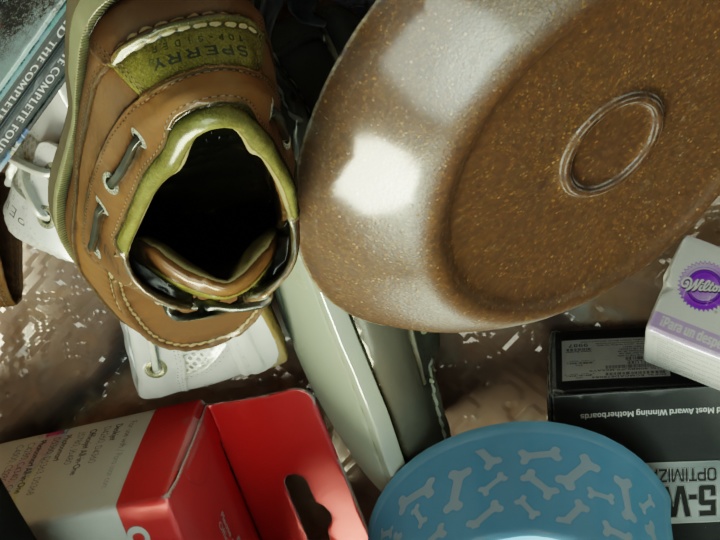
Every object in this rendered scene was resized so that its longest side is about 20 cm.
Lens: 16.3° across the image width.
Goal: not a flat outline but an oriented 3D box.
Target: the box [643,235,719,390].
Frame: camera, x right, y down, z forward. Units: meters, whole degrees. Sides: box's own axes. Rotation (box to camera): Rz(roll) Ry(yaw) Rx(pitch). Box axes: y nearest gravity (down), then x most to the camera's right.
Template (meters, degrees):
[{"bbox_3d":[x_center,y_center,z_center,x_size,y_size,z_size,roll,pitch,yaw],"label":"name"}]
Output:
[{"bbox_3d":[0.194,0.045,0.847,0.199,0.041,0.039,22,74,13],"label":"box"}]

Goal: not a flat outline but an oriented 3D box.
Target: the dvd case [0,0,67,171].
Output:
[{"bbox_3d":[-0.134,-0.085,0.780,0.200,0.146,0.022,-52,135,5],"label":"dvd case"}]

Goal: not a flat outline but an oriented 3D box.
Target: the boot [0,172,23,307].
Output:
[{"bbox_3d":[-0.195,0.004,0.897,0.155,0.077,0.201,3,106,4],"label":"boot"}]

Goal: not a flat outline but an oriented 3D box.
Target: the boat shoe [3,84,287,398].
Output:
[{"bbox_3d":[-0.089,-0.030,0.850,0.069,0.071,0.200,-25,125,-1],"label":"boat shoe"}]

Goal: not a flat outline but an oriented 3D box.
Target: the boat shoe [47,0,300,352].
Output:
[{"bbox_3d":[-0.054,-0.016,0.750,0.072,0.068,0.200,-18,153,-7],"label":"boat shoe"}]

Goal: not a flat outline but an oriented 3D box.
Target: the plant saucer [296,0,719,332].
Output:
[{"bbox_3d":[0.071,-0.049,0.804,0.200,0.037,0.201,-26,143,-22],"label":"plant saucer"}]

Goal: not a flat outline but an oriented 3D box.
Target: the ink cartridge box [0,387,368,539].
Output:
[{"bbox_3d":[-0.098,0.123,0.940,0.199,0.067,0.117,-13,116,18],"label":"ink cartridge box"}]

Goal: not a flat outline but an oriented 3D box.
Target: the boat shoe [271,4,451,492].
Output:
[{"bbox_3d":[0.001,0.001,0.882,0.060,0.072,0.202,-31,124,-14],"label":"boat shoe"}]

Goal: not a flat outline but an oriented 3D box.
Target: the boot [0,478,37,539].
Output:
[{"bbox_3d":[-0.059,0.124,0.844,0.199,0.066,0.165,7,132,18],"label":"boot"}]

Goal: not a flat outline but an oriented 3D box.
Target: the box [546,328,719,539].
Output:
[{"bbox_3d":[0.171,0.096,0.932,0.199,0.050,0.158,-2,118,4],"label":"box"}]

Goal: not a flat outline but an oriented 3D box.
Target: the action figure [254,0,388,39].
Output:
[{"bbox_3d":[0.025,-0.148,0.781,0.200,0.119,0.102,-37,111,6],"label":"action figure"}]

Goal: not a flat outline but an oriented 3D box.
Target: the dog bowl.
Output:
[{"bbox_3d":[0.082,0.143,0.899,0.111,0.050,0.200,-27,120,19],"label":"dog bowl"}]
